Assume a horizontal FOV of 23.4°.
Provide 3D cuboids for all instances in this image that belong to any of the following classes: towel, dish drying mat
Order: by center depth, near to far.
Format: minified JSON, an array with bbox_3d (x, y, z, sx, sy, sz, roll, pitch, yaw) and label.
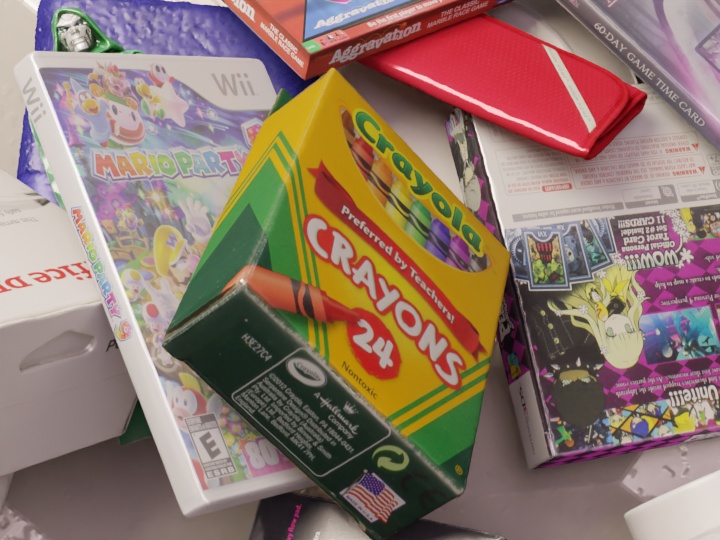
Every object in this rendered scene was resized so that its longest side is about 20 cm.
[{"bbox_3d":[0.038,-0.112,0.852,0.200,0.018,0.077,28,42,18],"label":"dish drying mat"},{"bbox_3d":[-0.097,-0.034,0.855,0.147,0.050,0.201,6,74,-9],"label":"towel"}]

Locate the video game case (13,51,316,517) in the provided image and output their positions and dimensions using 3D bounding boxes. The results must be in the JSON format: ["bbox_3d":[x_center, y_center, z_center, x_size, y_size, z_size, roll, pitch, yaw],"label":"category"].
[{"bbox_3d":[-0.057,-0.002,0.744,0.143,0.018,0.201,-7,69,-51],"label":"video game case"}]

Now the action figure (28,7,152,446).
[{"bbox_3d":[-0.099,-0.035,0.804,0.118,0.055,0.201,-25,77,-13],"label":"action figure"}]

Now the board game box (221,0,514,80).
[{"bbox_3d":[0.018,-0.160,0.867,0.200,0.019,0.103,-25,57,-35],"label":"board game box"}]

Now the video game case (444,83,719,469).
[{"bbox_3d":[0.155,-0.006,0.863,0.199,0.036,0.182,-8,74,-21],"label":"video game case"}]

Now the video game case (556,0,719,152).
[{"bbox_3d":[0.181,-0.134,0.891,0.200,0.019,0.143,44,52,5],"label":"video game case"}]

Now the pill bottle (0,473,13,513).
[{"bbox_3d":[-0.260,0.084,0.762,0.199,0.112,0.113,21,72,0],"label":"pill bottle"}]

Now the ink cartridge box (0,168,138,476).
[{"bbox_3d":[-0.203,0.004,0.737,0.200,0.147,0.083,32,114,25],"label":"ink cartridge box"}]

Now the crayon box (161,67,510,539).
[{"bbox_3d":[0.000,0.000,0.741,0.127,0.051,0.200,44,32,-19],"label":"crayon box"}]

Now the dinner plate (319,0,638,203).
[{"bbox_3d":[0.053,-0.080,0.898,0.199,0.024,0.201,2,73,-8],"label":"dinner plate"}]

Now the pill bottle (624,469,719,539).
[{"bbox_3d":[0.198,0.187,0.789,0.112,0.113,0.201,-21,77,-12],"label":"pill bottle"}]

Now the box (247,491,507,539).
[{"bbox_3d":[0.000,0.211,0.735,0.114,0.132,0.201,10,71,22],"label":"box"}]
